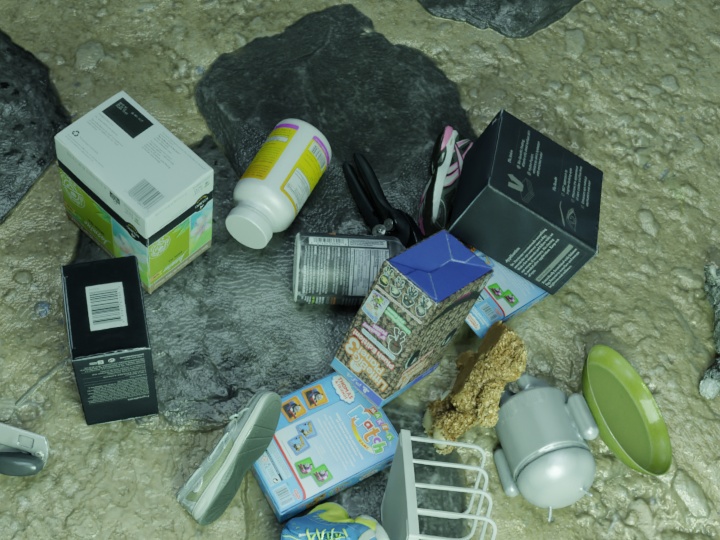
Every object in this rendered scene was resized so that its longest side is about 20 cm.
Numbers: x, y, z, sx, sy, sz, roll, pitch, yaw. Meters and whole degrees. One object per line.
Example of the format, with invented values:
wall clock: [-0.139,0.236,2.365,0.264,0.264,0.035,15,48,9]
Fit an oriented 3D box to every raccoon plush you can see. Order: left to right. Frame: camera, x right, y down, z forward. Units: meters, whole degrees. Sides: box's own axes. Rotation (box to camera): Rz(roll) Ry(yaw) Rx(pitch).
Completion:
raccoon plush: [0.539,0.078,1.803,0.134,0.097,0.199,38,61,25]

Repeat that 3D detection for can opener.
can opener: [-0.512,0.226,1.588,0.197,0.067,0.054,15,101,3]
can opener: [0.024,-0.101,1.875,0.063,0.078,0.201,-42,62,14]

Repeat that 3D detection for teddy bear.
teddy bear: [0.161,0.169,1.659,0.067,0.145,0.201,36,81,-17]

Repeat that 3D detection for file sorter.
file sorter: [0.100,0.327,1.521,0.123,0.140,0.201,8,30,-6]

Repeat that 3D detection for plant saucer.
plant saucer: [0.369,0.201,1.681,0.199,0.031,0.202,35,37,-31]

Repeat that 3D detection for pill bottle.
pill bottle: [-0.130,-0.132,1.840,0.103,0.105,0.201,25,58,9]
pill bottle: [0.000,0.000,1.773,0.197,0.107,0.107,3,58,-6]

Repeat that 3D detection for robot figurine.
robot figurine: [0.252,0.241,1.636,0.112,0.170,0.201,20,37,-38]

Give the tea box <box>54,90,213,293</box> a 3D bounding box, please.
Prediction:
tea box: [-0.329,-0.113,1.749,0.200,0.198,0.133,40,61,18]

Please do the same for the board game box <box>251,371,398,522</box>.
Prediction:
board game box: [-0.059,0.235,1.651,0.198,0.037,0.152,-24,63,-19]

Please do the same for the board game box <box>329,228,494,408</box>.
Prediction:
board game box: [0.071,0.066,1.656,0.097,0.201,0.159,40,36,18]

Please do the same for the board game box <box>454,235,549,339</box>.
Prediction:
board game box: [0.193,0.004,1.781,0.152,0.037,0.199,50,42,13]

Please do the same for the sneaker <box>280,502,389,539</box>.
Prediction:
sneaker: [-0.038,0.352,1.509,0.104,0.199,0.077,-13,95,-25]

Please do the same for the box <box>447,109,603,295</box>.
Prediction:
box: [0.254,-0.105,1.806,0.199,0.118,0.198,30,41,-12]

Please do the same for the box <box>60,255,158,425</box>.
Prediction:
box: [-0.338,0.098,1.615,0.103,0.201,0.149,-8,58,-12]

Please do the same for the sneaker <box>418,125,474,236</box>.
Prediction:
sneaker: [0.152,-0.139,1.898,0.085,0.080,0.202,19,63,-7]

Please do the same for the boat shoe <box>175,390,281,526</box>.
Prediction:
boat shoe: [-0.175,0.240,1.580,0.064,0.074,0.203,35,101,24]
